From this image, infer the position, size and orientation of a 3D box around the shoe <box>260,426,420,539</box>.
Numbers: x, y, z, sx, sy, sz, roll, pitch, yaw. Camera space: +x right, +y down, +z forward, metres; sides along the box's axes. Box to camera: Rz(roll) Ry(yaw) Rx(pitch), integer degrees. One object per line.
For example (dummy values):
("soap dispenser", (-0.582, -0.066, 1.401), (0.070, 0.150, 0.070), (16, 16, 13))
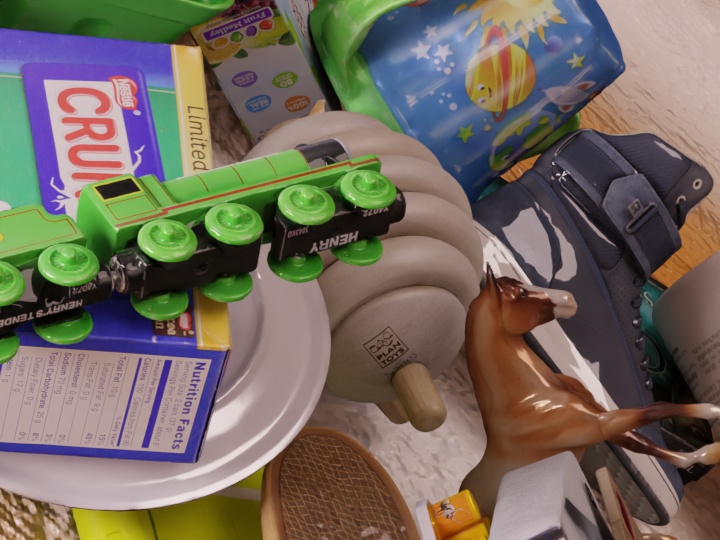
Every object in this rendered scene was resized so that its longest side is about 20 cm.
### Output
("shoe", (-0.003, 0.158, 0.997), (0.070, 0.053, 0.201), (-1, 55, -27))

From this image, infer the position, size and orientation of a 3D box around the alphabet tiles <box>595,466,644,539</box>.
("alphabet tiles", (0.148, 0.206, 1.031), (0.201, 0.008, 0.168), (-99, 164, -51))

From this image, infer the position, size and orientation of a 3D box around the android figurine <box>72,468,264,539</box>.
("android figurine", (-0.048, 0.126, 1.047), (0.181, 0.041, 0.201), (15, 46, -41))

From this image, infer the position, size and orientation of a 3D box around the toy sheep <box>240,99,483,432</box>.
("toy sheep", (0.000, 0.000, 1.158), (0.137, 0.138, 0.200), (13, 32, -42))

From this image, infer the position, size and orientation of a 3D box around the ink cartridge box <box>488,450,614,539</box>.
("ink cartridge box", (0.108, 0.187, 1.000), (0.200, 0.040, 0.200), (65, 11, -5))

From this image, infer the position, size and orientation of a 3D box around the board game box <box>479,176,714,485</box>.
("board game box", (0.115, 0.024, 1.361), (0.199, 0.028, 0.136), (31, 35, -25))

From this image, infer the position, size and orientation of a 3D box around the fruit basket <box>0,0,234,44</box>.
("fruit basket", (-0.149, -0.202, 1.112), (0.215, 0.216, 0.156), (19, 42, -37))

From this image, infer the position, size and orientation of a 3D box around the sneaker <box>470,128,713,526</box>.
("sneaker", (0.145, 0.021, 1.274), (0.146, 0.077, 0.203), (-40, 106, -20))

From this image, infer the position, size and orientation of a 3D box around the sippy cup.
("sippy cup", (0.062, -0.113, 1.267), (0.140, 0.130, 0.178), (57, 13, -5))

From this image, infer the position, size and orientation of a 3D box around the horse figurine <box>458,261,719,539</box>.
("horse figurine", (0.094, 0.100, 1.129), (0.132, 0.201, 0.050), (14, 38, -3))

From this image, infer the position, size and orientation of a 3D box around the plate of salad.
("plate of salad", (-0.112, 0.025, 1.029), (0.199, 0.048, 0.201), (7, 47, -8))

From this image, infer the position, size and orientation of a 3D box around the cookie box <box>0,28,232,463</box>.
("cookie box", (-0.159, -0.017, 0.966), (0.199, 0.075, 0.172), (5, 47, -15))

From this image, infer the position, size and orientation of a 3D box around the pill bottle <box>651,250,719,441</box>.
("pill bottle", (0.255, 0.080, 1.337), (0.114, 0.114, 0.201), (-9, 66, -53))

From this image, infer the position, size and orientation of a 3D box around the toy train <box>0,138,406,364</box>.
("toy train", (-0.074, -0.013, 0.915), (0.199, 0.042, 0.056), (-16, 46, -30))

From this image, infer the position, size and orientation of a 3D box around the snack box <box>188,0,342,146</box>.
("snack box", (-0.068, -0.173, 1.276), (0.142, 0.053, 0.201), (58, 13, -52))

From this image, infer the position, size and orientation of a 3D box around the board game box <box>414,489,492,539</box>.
("board game box", (0.093, 0.216, 1.044), (0.200, 0.026, 0.201), (51, 18, -53))
